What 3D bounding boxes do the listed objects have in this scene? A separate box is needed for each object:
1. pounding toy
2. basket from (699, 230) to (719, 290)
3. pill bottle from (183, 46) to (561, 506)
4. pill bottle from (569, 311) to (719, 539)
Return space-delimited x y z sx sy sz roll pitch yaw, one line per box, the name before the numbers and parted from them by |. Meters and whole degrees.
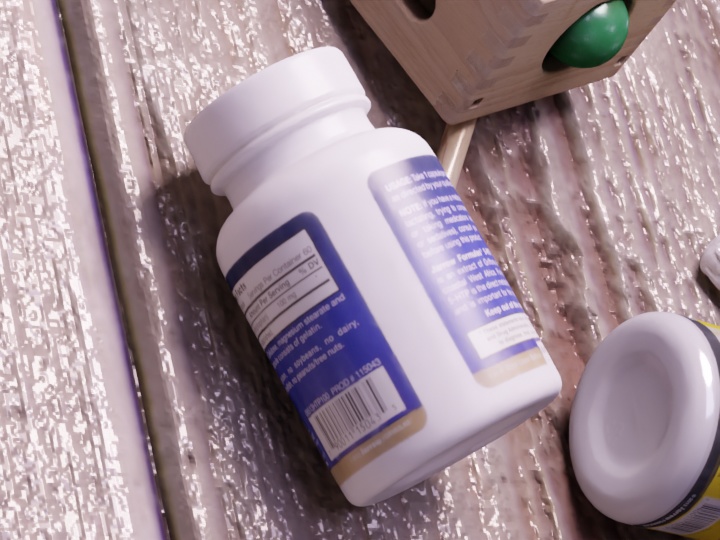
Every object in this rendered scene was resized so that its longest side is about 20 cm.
pounding toy | 0.069 -0.151 1.368 0.184 0.142 0.200 -19 66 -45
basket | 0.344 -0.005 1.466 0.200 0.161 0.198 52 43 -3
pill bottle | 0.000 0.000 1.203 0.119 0.120 0.201 -20 77 -45
pill bottle | 0.217 0.095 1.328 0.199 0.112 0.113 15 54 -33
